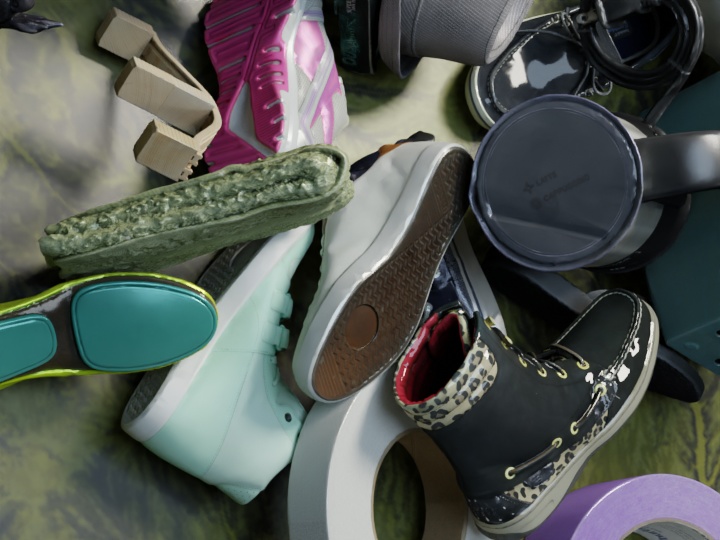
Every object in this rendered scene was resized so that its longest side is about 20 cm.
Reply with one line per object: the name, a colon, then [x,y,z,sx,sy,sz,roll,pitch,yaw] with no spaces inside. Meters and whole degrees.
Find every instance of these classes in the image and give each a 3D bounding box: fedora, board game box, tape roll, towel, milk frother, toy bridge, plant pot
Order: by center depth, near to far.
towel: [-0.100,-0.031,1.580,0.200,0.148,0.037,-17,84,0]
toy bridge: [-0.125,-0.111,1.614,0.067,0.200,0.027,26,109,-25]
tape roll: [0.028,0.161,1.685,0.203,0.037,0.203,8,80,-51]
milk frother: [0.163,-0.107,1.723,0.200,0.180,0.188,64,14,8]
fedora: [0.082,-0.223,1.746,0.090,0.177,0.200,17,86,11]
board game box: [0.027,-0.253,1.756,0.028,0.135,0.200,17,67,8]
tape roll: [0.204,0.248,1.796,0.200,0.066,0.200,7,76,-31]
plant pot: [0.289,-0.027,1.827,0.141,0.141,0.200,30,53,-29]

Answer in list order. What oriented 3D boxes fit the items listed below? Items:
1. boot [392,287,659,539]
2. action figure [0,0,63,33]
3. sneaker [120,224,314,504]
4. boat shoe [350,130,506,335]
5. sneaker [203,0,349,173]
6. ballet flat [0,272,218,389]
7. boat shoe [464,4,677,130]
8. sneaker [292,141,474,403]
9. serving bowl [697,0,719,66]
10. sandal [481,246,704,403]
boot: [0.114,0.063,1.688,0.204,0.073,0.154,-54,131,-20]
action figure: [-0.229,-0.225,1.590,0.102,0.119,0.200,-49,152,-52]
sneaker: [-0.063,0.059,1.667,0.118,0.074,0.200,40,66,-19]
boat shoe: [0.034,0.010,1.746,0.093,0.075,0.200,-18,87,-20]
sneaker: [-0.054,-0.128,1.710,0.088,0.081,0.200,38,48,-46]
ballet flat: [-0.192,0.036,1.585,0.200,0.067,0.067,-11,105,-20]
boat shoe: [0.159,-0.161,1.855,0.200,0.062,0.075,-27,96,-31]
sneaker: [0.000,0.000,1.662,0.200,0.085,0.073,-58,134,-23]
serving bowl: [0.269,-0.214,1.879,0.066,0.200,0.200,-28,96,3]
sandal: [0.179,0.031,1.817,0.200,0.075,0.048,35,72,-20]
